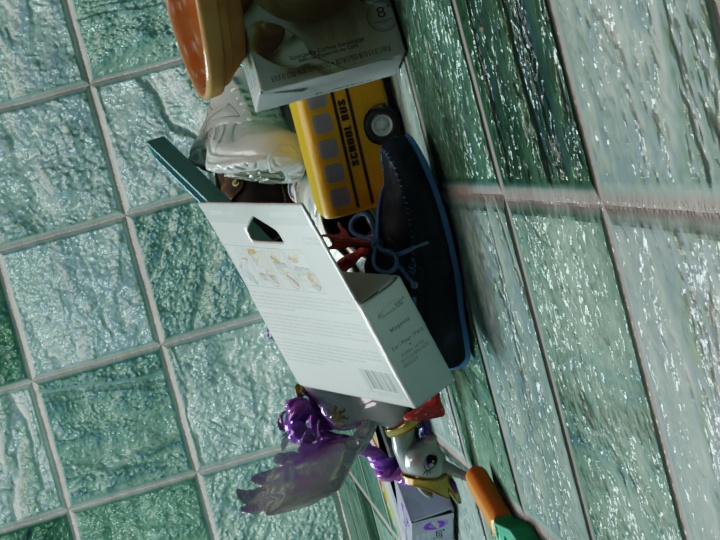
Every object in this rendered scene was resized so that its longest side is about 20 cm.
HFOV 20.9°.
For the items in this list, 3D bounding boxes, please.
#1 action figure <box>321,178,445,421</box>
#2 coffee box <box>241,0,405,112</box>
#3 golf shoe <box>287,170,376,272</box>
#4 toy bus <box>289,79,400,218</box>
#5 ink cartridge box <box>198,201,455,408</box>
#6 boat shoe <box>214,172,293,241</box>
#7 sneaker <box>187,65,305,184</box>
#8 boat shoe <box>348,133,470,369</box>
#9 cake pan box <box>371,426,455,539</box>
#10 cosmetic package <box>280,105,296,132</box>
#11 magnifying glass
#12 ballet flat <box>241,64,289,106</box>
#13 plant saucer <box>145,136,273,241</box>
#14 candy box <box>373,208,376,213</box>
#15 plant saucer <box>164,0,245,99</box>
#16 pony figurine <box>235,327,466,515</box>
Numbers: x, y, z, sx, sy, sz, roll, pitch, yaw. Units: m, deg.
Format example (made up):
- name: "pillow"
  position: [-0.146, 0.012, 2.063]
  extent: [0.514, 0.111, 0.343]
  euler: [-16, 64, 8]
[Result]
- name: "action figure"
  position: [0.014, 0.019, 1.535]
  extent: [0.065, 0.098, 0.201]
  euler: [-120, 27, -69]
- name: "coffee box"
  position: [-0.050, -0.233, 1.445]
  extent: [0.080, 0.114, 0.201]
  euler: [124, 129, -82]
- name: "golf shoe"
  position: [0.000, 0.000, 1.668]
  extent: [0.201, 0.078, 0.097]
  euler: [61, 175, -15]
- name: "toy bus"
  position: [-0.020, -0.149, 1.548]
  extent: [0.065, 0.078, 0.201]
  euler: [-130, 26, -76]
- name: "ink cartridge box"
  position: [-0.029, 0.014, 1.464]
  extent: [0.200, 0.043, 0.174]
  euler: [5, 125, 63]
- name: "boat shoe"
  position: [-0.104, -0.083, 1.814]
  extent: [0.200, 0.070, 0.071]
  euler: [-114, 6, -50]
- name: "sneaker"
  position: [-0.097, -0.128, 1.676]
  extent: [0.200, 0.077, 0.100]
  euler: [-164, 82, -65]
- name: "boat shoe"
  position: [0.036, -0.002, 1.451]
  extent: [0.084, 0.068, 0.201]
  euler: [-117, 13, -63]
- name: "cake pan box"
  position: [0.048, 0.204, 1.988]
  extent: [0.200, 0.052, 0.185]
  euler: [85, 166, -62]
- name: "cosmetic package"
  position: [-0.061, -0.168, 1.778]
  extent: [0.201, 0.051, 0.151]
  euler: [82, 168, -46]
- name: "magnifying glass"
  position: [0.114, 0.206, 1.486]
  extent: [0.200, 0.022, 0.080]
  euler: [-116, 11, -65]
- name: "ballet flat"
  position: [-0.026, -0.144, 1.624]
  extent: [0.200, 0.067, 0.067]
  euler: [47, -163, -4]
- name: "plant saucer"
  position: [-0.109, -0.043, 1.712]
  extent: [0.200, 0.019, 0.070]
  euler: [43, 174, 5]
- name: "candy box"
  position: [-0.004, -0.106, 1.775]
  extent: [0.102, 0.026, 0.201]
  euler: [119, 136, -85]
- name: "plant saucer"
  position: [-0.121, -0.225, 1.416]
  extent: [0.200, 0.037, 0.202]
  euler: [166, 90, -80]
- name: "pony figurine"
  position: [-0.010, 0.119, 1.663]
  extent: [0.167, 0.192, 0.201]
  euler: [-59, -44, -60]
